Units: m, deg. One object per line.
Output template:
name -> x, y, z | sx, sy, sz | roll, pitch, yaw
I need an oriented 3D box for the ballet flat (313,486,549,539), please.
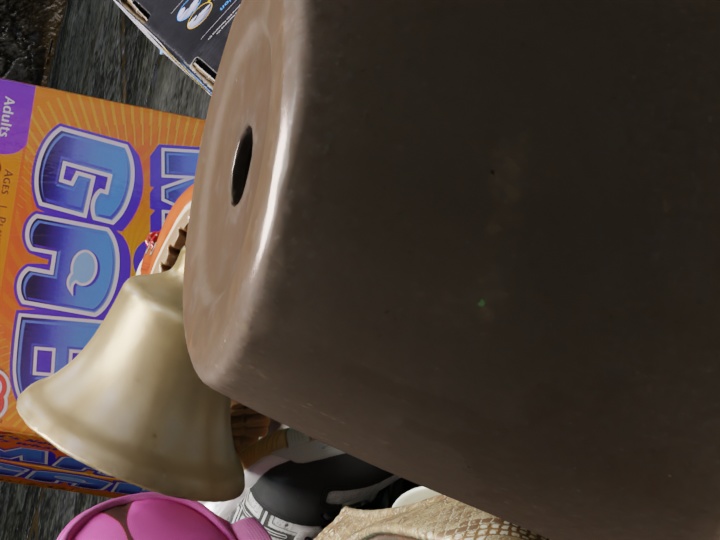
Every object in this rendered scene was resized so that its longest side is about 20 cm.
ballet flat -> 0.030, 0.101, 0.738 | 0.065, 0.070, 0.200 | -54, 16, -24

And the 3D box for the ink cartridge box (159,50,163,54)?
ink cartridge box -> -0.010, -0.200, 0.980 | 0.125, 0.127, 0.202 | 156, 123, -72

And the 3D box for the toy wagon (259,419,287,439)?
toy wagon -> -0.047, 0.170, 1.043 | 0.155, 0.039, 0.202 | 142, 136, -69

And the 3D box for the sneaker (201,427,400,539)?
sneaker -> -0.032, 0.123, 0.926 | 0.199, 0.075, 0.088 | -33, 73, 38

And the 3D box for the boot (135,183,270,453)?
boot -> -0.081, 0.002, 1.006 | 0.201, 0.074, 0.108 | 105, 153, -52

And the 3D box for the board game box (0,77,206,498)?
board game box -> -0.155, 0.024, 1.236 | 0.200, 0.198, 0.202 | 142, 136, -69

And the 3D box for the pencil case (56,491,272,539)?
pencil case -> -0.090, 0.186, 0.888 | 0.091, 0.093, 0.201 | 47, 145, 29

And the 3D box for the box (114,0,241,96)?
box -> 0.015, -0.133, 0.682 | 0.200, 0.050, 0.198 | -47, 31, 0

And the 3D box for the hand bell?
hand bell -> -0.061, -0.017, 0.847 | 0.104, 0.103, 0.202 | -128, 59, -71

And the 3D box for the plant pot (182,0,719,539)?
plant pot -> 0.049, -0.009, 0.537 | 0.200, 0.173, 0.202 | -170, 90, -75
